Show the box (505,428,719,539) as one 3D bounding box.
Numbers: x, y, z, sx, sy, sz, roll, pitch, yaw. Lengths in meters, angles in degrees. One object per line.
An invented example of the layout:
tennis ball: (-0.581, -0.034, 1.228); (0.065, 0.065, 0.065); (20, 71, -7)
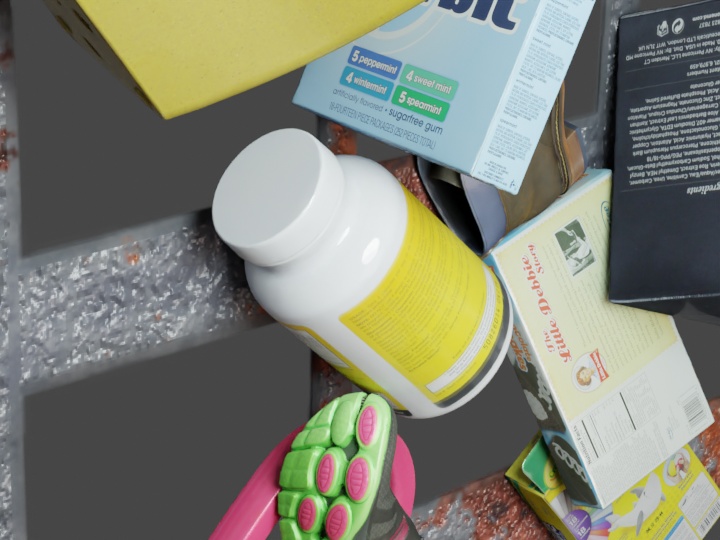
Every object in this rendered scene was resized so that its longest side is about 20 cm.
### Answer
box: (0.181, 0.151, 1.716); (0.118, 0.048, 0.200); (-50, 134, -14)

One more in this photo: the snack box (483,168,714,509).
snack box: (0.157, 0.046, 1.619); (0.116, 0.037, 0.201); (-33, 108, -28)

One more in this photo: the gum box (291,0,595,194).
gum box: (0.060, -0.164, 1.396); (0.044, 0.169, 0.201); (21, 93, -43)

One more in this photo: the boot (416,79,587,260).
boot: (0.077, -0.098, 1.505); (0.097, 0.074, 0.201); (-48, 133, -20)

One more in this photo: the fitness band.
fitness band: (-0.035, 0.186, 1.549); (0.201, 0.037, 0.144); (-55, 131, -11)

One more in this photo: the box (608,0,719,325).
box: (0.274, -0.066, 1.623); (0.196, 0.117, 0.202); (11, 78, -43)

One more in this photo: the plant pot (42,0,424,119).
plant pot: (-0.095, -0.200, 1.240); (0.176, 0.200, 0.200); (-42, 131, -7)

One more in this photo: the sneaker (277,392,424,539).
sneaker: (-0.003, 0.165, 1.505); (0.084, 0.076, 0.202); (-21, 124, -47)

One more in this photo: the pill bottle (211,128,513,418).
pill bottle: (0.000, 0.000, 1.449); (0.112, 0.112, 0.200); (-56, 134, -9)
